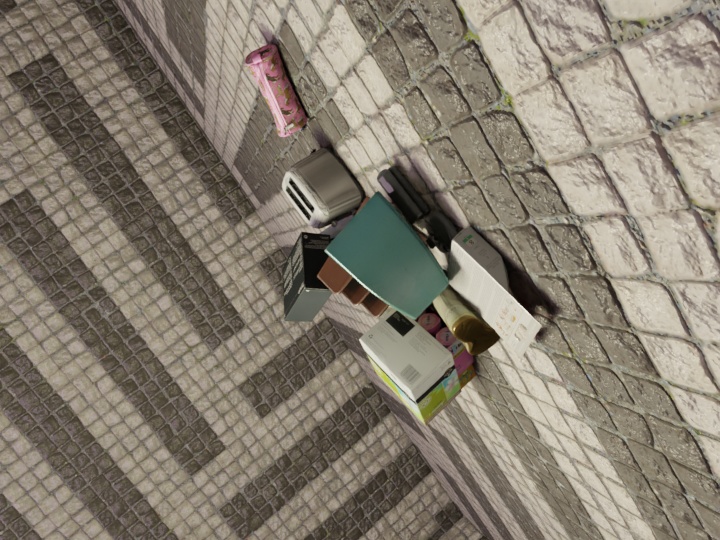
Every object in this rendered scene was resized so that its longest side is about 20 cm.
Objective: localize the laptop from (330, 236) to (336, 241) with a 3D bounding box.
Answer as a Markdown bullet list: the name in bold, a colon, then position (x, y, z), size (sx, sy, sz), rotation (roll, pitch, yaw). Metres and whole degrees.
- **laptop**: position (0.000, 0.000, 1.287), size (0.184, 0.118, 0.200), rotation (12, 175, -15)

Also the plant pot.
- **plant pot**: position (0.063, -0.015, 0.969), size (0.200, 0.141, 0.141), rotation (45, -173, 6)

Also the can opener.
- **can opener**: position (0.111, -0.115, 0.974), size (0.201, 0.052, 0.067), rotation (50, 133, 12)

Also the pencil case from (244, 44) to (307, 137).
- **pencil case**: position (-0.190, -0.407, 1.205), size (0.086, 0.082, 0.202), rotation (41, 161, 46)

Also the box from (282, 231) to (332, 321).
- **box**: position (-0.128, 0.021, 1.260), size (0.200, 0.077, 0.144), rotation (129, 142, -57)

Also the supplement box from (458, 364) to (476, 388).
- **supplement box**: position (0.217, 0.229, 1.413), size (0.200, 0.066, 0.069), rotation (39, 161, 51)

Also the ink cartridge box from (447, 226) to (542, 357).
- **ink cartridge box**: position (0.234, 0.039, 0.914), size (0.200, 0.050, 0.162), rotation (46, 165, 23)

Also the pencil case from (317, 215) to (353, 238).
- **pencil case**: position (-0.085, -0.074, 1.423), size (0.090, 0.199, 0.084), rotation (23, 141, 55)

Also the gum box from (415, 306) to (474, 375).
- **gum box**: position (0.188, 0.162, 1.338), size (0.200, 0.066, 0.114), rotation (39, 162, 48)

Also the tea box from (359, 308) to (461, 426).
- **tea box**: position (0.125, 0.232, 1.291), size (0.200, 0.133, 0.198), rotation (41, 165, 40)

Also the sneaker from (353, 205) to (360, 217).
- **sneaker**: position (0.018, -0.097, 1.310), size (0.089, 0.079, 0.200), rotation (19, 159, -10)

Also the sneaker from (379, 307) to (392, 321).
- **sneaker**: position (0.080, 0.108, 1.515), size (0.201, 0.091, 0.076), rotation (56, 172, 34)

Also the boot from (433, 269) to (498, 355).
- **boot**: position (0.199, 0.082, 1.074), size (0.200, 0.072, 0.156), rotation (38, -163, -52)

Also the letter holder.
- **letter holder**: position (0.028, -0.022, 1.098), size (0.100, 0.202, 0.142), rotation (22, -165, -49)

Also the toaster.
- **toaster**: position (-0.097, -0.198, 1.258), size (0.201, 0.128, 0.114), rotation (53, 149, 6)
